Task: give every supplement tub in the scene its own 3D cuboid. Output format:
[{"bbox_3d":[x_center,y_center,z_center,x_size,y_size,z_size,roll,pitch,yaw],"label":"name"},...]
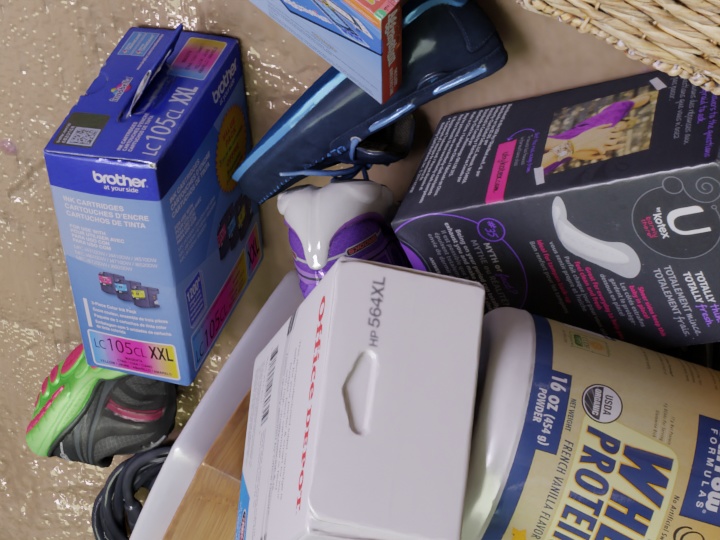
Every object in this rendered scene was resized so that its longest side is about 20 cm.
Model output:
[{"bbox_3d":[0.143,0.113,1.168,0.200,0.144,0.144,17,135,-8],"label":"supplement tub"}]

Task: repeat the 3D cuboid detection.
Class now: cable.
[{"bbox_3d":[-0.106,0.184,1.555,0.163,0.051,0.200,38,136,-2],"label":"cable"}]

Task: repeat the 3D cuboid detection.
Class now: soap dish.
[{"bbox_3d":[-0.063,0.110,1.355,0.081,0.200,0.157,30,134,3],"label":"soap dish"}]

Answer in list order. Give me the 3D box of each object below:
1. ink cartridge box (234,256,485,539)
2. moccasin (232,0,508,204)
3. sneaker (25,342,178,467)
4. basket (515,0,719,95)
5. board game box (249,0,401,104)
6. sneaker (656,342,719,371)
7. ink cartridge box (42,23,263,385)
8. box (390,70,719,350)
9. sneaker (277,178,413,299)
[{"bbox_3d":[-0.006,0.094,1.158,0.084,0.146,0.200,11,161,-12],"label":"ink cartridge box"},{"bbox_3d":[0.002,-0.086,1.241,0.068,0.080,0.200,45,133,-10],"label":"moccasin"},{"bbox_3d":[-0.152,0.074,1.470,0.084,0.077,0.200,27,140,-23],"label":"sneaker"},{"bbox_3d":[0.197,-0.177,1.023,0.200,0.143,0.149,24,140,-3],"label":"basket"},{"bbox_3d":[-0.059,-0.175,1.160,0.200,0.019,0.103,39,166,14],"label":"board game box"},{"bbox_3d":[0.192,0.049,1.284,0.200,0.078,0.090,-5,156,19],"label":"sneaker"},{"bbox_3d":[-0.121,-0.052,1.289,0.076,0.136,0.200,7,131,17],"label":"ink cartridge box"},{"bbox_3d":[0.138,-0.029,1.207,0.200,0.106,0.122,-9,126,30],"label":"box"},{"bbox_3d":[0.000,0.000,1.256,0.081,0.200,0.084,-4,83,20],"label":"sneaker"}]
